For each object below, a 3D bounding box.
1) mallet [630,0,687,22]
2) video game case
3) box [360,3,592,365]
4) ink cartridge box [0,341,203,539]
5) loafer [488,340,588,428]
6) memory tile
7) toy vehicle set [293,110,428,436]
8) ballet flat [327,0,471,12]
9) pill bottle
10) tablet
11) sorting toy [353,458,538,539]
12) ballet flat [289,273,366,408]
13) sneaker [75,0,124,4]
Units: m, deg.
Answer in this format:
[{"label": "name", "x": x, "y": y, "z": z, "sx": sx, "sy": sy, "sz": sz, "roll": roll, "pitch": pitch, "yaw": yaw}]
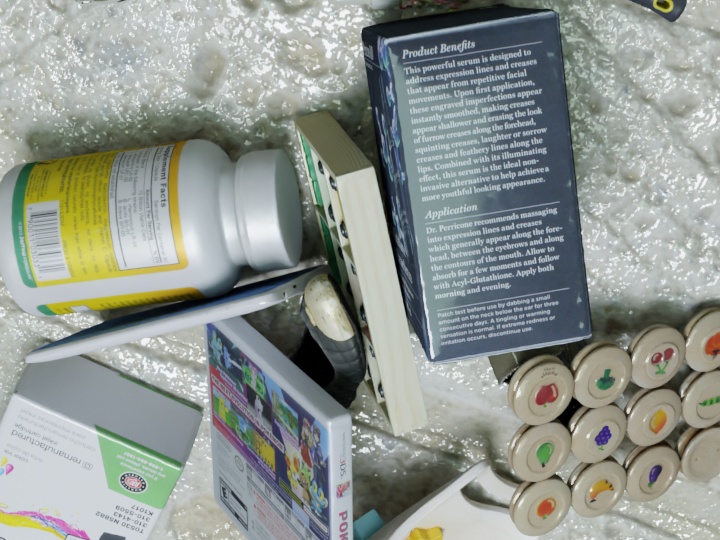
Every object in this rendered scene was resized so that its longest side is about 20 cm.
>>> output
[{"label": "mallet", "x": 0.119, "y": -0.204, "z": 0.867, "sx": 0.199, "sy": 0.041, "sz": 0.066, "roll": 30, "pitch": 115, "yaw": -14}, {"label": "video game case", "x": -0.063, "y": 0.143, "z": 0.984, "sx": 0.023, "sy": 0.200, "sz": 0.184, "roll": -14, "pitch": 119, "yaw": -27}, {"label": "box", "x": 0.071, "y": -0.062, "z": 0.848, "sx": 0.106, "sy": 0.148, "sz": 0.202, "roll": -9, "pitch": 103, "yaw": -3}, {"label": "ink cartridge box", "x": -0.235, "y": 0.180, "z": 1.073, "sx": 0.144, "sy": 0.084, "sz": 0.201, "roll": 25, "pitch": 118, "yaw": -8}, {"label": "loafer", "x": 0.122, "y": 0.042, "z": 0.975, "sx": 0.075, "sy": 0.070, "sz": 0.200, "roll": -32, "pitch": 111, "yaw": 20}, {"label": "memory tile", "x": 0.198, "y": 0.114, "z": 0.984, "sx": 0.198, "sy": 0.017, "sz": 0.155, "roll": -14, "pitch": 119, "yaw": -21}, {"label": "toy vehicle set", "x": 0.000, "y": 0.000, "z": 0.933, "sx": 0.026, "sy": 0.124, "sz": 0.202, "roll": -17, "pitch": 116, "yaw": -9}, {"label": "ballet flat", "x": -0.022, "y": -0.211, "z": 0.850, "sx": 0.199, "sy": 0.076, "sz": 0.064, "roll": 33, "pitch": 86, "yaw": -3}, {"label": "pill bottle", "x": -0.146, "y": -0.032, "z": 0.937, "sx": 0.198, "sy": 0.113, "sz": 0.114, "roll": -7, "pitch": 117, "yaw": 9}, {"label": "tablet", "x": -0.129, "y": 0.032, "z": 0.953, "sx": 0.198, "sy": 0.130, "sz": 0.014, "roll": -15, "pitch": 94, "yaw": 19}, {"label": "sorting toy", "x": 0.062, "y": 0.230, "z": 1.062, "sx": 0.180, "sy": 0.107, "sz": 0.200, "roll": -43, "pitch": 136, "yaw": 8}, {"label": "ballet flat", "x": -0.030, "y": 0.063, "z": 0.956, "sx": 0.056, "sy": 0.067, "sz": 0.200, "roll": -16, "pitch": 156, "yaw": -11}, {"label": "sneaker", "x": -0.223, "y": -0.243, "z": 0.846, "sx": 0.199, "sy": 0.089, "sz": 0.077, "roll": 38, "pitch": 114, "yaw": -12}]
